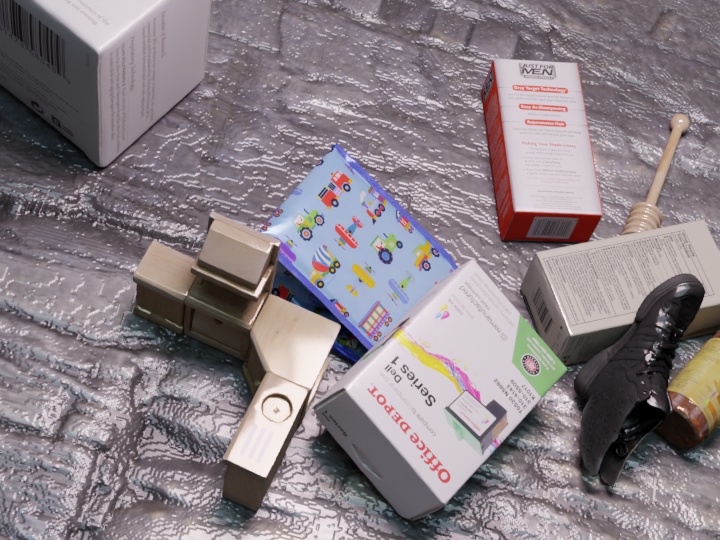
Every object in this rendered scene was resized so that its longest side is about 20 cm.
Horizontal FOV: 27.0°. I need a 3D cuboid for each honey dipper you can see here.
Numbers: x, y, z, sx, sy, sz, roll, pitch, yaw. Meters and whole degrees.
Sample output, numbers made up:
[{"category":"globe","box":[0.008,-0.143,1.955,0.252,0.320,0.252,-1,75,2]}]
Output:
[{"category":"honey dipper","box":[0.331,-0.100,1.654,0.038,0.038,0.201,25,54,5]}]

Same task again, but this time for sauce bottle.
[{"category":"sauce bottle","box":[0.372,0.096,1.522,0.066,0.066,0.200,40,62,14]}]

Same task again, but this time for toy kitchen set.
[{"category":"toy kitchen set","box":[-0.138,0.073,1.377,0.198,0.164,0.182,24,57,4]}]

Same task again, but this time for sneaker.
[{"category":"sneaker","box":[0.279,0.105,1.458,0.060,0.200,0.105,32,17,-38]}]

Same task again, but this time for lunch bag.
[{"category":"lunch bag","box":[0.000,0.000,1.503,0.199,0.094,0.151,38,56,2]}]

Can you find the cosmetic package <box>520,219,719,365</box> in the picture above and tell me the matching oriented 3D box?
[{"category":"cosmetic package","box":[0.277,0.023,1.544,0.198,0.071,0.106,-9,61,-16]}]

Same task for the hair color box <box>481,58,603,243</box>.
[{"category":"hair color box","box":[0.195,-0.131,1.628,0.100,0.061,0.202,2,60,-10]}]

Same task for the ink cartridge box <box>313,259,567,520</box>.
[{"category":"ink cartridge box","box":[0.076,0.113,1.422,0.145,0.084,0.200,48,61,-2]}]

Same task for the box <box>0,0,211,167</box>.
[{"category":"box","box":[-0.278,-0.262,1.532,0.198,0.201,0.171,37,61,13]}]
